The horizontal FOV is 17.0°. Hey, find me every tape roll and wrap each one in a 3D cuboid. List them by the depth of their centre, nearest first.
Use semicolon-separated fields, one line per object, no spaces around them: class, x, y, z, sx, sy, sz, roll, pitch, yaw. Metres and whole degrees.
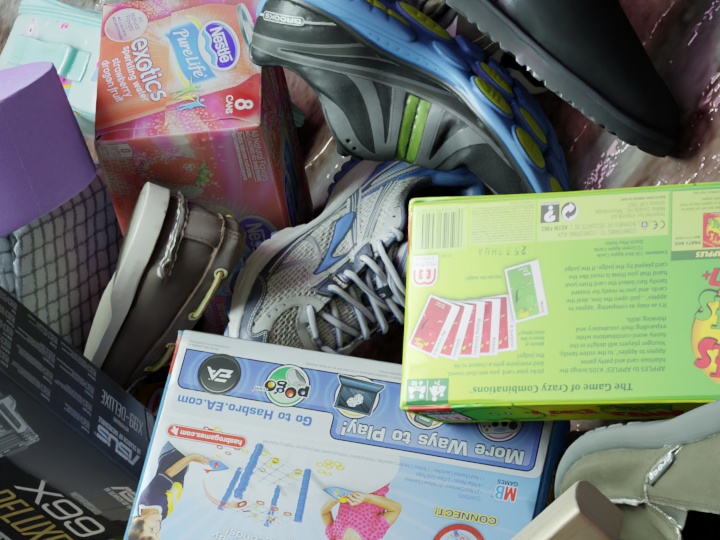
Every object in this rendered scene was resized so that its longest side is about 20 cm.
tape roll;-0.244;-0.044;1.280;0.200;0.066;0.200;-19;13;5

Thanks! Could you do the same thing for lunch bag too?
lunch bag;-0.138;-0.112;1.526;0.200;0.160;0.077;18;81;57

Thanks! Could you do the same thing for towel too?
towel;-0.193;0.036;1.422;0.085;0.166;0.201;7;113;22

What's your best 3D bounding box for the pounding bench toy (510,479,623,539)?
pounding bench toy;0.137;0.192;0.945;0.124;0.156;0.200;-38;40;31

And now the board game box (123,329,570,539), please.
board game box;-0.013;0.142;1.172;0.199;0.056;0.196;9;68;14

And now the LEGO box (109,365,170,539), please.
LEGO box;-0.076;0.147;1.328;0.149;0.077;0.200;-57;34;4

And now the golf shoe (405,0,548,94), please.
golf shoe;0.056;-0.116;1.352;0.078;0.094;0.200;-48;-2;-29

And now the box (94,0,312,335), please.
box;-0.085;-0.053;1.370;0.094;0.200;0.103;-4;53;6

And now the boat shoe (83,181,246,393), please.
boat shoe;-0.112;0.023;1.320;0.200;0.059;0.072;118;165;-55

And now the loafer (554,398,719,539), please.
loafer;0.144;0.103;1.052;0.200;0.075;0.070;145;135;-62

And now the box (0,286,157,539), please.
box;-0.209;0.085;1.269;0.157;0.200;0.050;-17;49;25

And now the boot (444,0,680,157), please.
boot;0.147;-0.181;1.216;0.200;0.165;0.066;-52;-2;12

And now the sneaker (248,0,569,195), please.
sneaker;0.028;-0.086;1.280;0.083;0.199;0.071;-53;5;25

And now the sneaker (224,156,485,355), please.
sneaker;0.000;0.000;1.303;0.085;0.077;0.200;3;44;39

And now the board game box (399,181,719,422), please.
board game box;0.119;0.016;1.110;0.199;0.048;0.102;-3;78;26
